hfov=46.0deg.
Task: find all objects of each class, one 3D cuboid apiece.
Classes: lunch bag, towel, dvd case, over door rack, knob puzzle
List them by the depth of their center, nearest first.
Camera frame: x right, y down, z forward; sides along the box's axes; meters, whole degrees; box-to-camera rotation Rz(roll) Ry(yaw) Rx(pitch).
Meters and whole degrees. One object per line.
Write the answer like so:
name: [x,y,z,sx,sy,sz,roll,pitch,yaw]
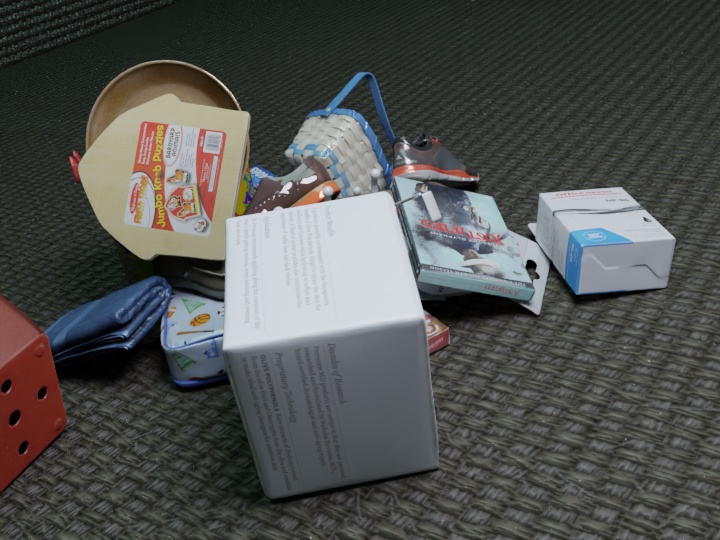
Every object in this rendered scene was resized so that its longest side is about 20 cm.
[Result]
over door rack: [-0.019,-0.066,0.991,0.147,0.067,0.200,-24,15,-22]
knob puzzle: [-0.238,-0.110,1.012,0.218,0.221,0.030,-7,-5,7]
dvd case: [0.120,-0.043,1.034,0.145,0.022,0.201,10,36,-16]
lunch bag: [-0.172,0.057,1.045,0.159,0.076,0.200,-15,29,-3]
towel: [-0.323,0.070,1.047,0.199,0.049,0.112,-20,22,35]

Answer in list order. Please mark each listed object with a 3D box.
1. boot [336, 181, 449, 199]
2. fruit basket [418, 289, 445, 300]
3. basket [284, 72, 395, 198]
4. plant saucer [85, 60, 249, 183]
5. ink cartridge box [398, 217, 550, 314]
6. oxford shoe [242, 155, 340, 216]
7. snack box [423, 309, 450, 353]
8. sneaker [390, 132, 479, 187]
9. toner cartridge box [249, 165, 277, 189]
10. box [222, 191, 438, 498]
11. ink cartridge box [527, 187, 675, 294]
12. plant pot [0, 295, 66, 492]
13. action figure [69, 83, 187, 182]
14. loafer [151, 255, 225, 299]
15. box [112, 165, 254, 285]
boot: [0.025,-0.081,1.198,0.146,0.071,0.200,-9,3,-34]
fruit basket: [0.000,0.000,1.097,0.199,0.094,0.186,4,28,-6]
basket: [-0.016,-0.192,1.337,0.139,0.177,0.200,13,47,44]
plant saucer: [-0.233,-0.154,1.043,0.199,0.202,0.035,-10,7,1]
ink cartridge box: [0.134,-0.015,1.066,0.199,0.050,0.162,27,34,2]
oxford shoe: [-0.127,-0.078,1.128,0.199,0.073,0.071,-33,-7,-8]
snack box: [0.001,0.099,0.952,0.199,0.024,0.072,-24,32,-22]
sneaker: [0.116,-0.167,1.274,0.077,0.082,0.200,-11,-6,35]
toner cartridge box: [-0.121,-0.085,1.264,0.043,0.096,0.200,-24,30,-21]
box: [-0.029,0.067,0.808,0.170,0.201,0.200,-10,37,-1]
ink cartridge box: [0.291,-0.049,1.059,0.115,0.068,0.200,-4,27,-6]
plant pot: [-0.431,0.133,0.892,0.175,0.201,0.200,13,35,19]
action figure: [-0.277,-0.184,1.093,0.199,0.100,0.065,-13,23,-8]
loafer: [-0.185,-0.016,1.030,0.199,0.070,0.075,3,35,31]
box: [-0.248,-0.074,1.186,0.199,0.194,0.122,-20,28,-15]
